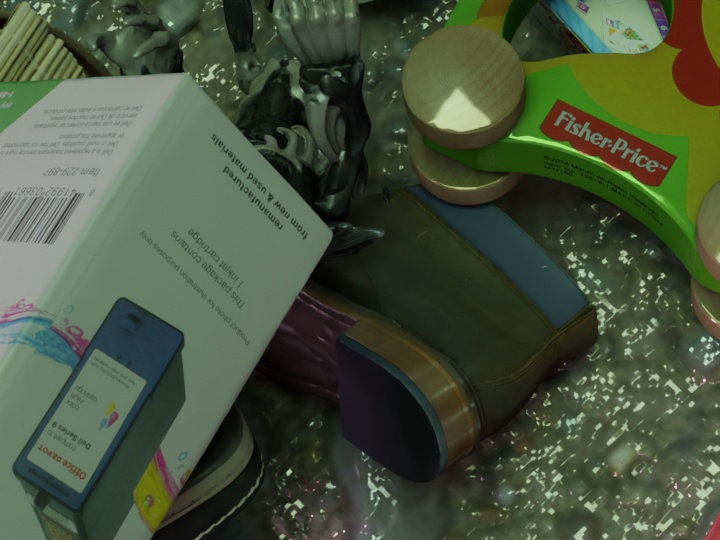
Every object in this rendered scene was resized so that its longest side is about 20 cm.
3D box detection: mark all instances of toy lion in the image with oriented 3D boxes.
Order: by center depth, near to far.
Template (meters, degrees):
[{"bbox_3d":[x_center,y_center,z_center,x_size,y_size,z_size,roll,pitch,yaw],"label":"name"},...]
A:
[{"bbox_3d":[0.141,-0.083,0.984,0.200,0.069,0.192,27,70,17],"label":"toy lion"}]

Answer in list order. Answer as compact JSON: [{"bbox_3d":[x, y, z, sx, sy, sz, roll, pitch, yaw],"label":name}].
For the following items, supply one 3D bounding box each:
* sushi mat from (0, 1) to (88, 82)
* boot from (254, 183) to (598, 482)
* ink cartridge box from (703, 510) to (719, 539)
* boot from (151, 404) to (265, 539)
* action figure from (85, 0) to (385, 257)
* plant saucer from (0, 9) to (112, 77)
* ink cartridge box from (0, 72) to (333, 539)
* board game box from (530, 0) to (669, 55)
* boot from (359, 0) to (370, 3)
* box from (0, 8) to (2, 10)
[{"bbox_3d":[-0.145,0.007,0.951,0.012,0.096,0.200,8,60,42],"label":"sushi mat"},{"bbox_3d":[0.000,0.000,1.027,0.097,0.075,0.200,-29,53,-28],"label":"boot"},{"bbox_3d":[0.225,0.072,0.901,0.145,0.145,0.200,27,77,19],"label":"ink cartridge box"},{"bbox_3d":[-0.088,0.143,0.923,0.200,0.151,0.073,-35,28,10],"label":"boot"},{"bbox_3d":[-0.042,-0.074,0.969,0.119,0.102,0.200,-1,53,22],"label":"action figure"},{"bbox_3d":[-0.155,0.001,0.975,0.037,0.200,0.201,8,70,42],"label":"plant saucer"},{"bbox_3d":[-0.124,0.038,0.858,0.145,0.088,0.200,2,53,47],"label":"ink cartridge box"},{"bbox_3d":[0.163,-0.100,1.034,0.134,0.034,0.200,-38,68,-4],"label":"board game box"},{"bbox_3d":[0.043,-0.172,1.067,0.200,0.096,0.074,-17,107,33],"label":"boot"},{"bbox_3d":[-0.220,-0.027,1.006,0.107,0.148,0.200,9,70,42],"label":"box"}]
